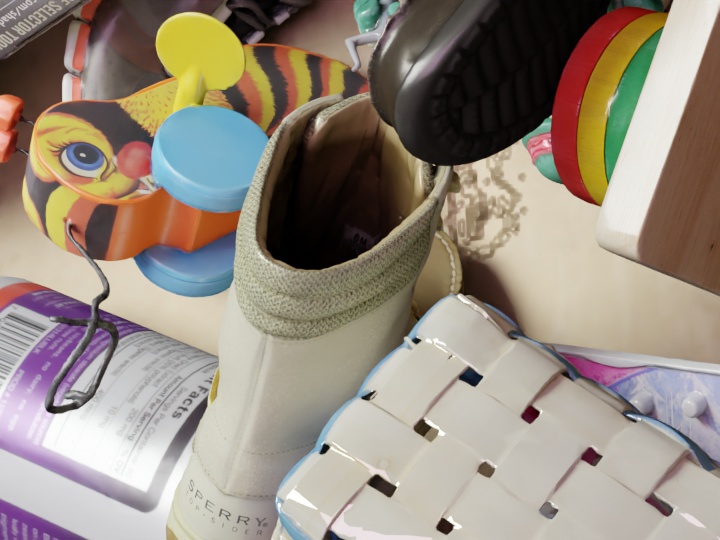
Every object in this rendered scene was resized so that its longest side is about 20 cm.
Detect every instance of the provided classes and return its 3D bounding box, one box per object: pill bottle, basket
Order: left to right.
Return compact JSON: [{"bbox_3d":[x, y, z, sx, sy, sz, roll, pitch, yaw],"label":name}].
[{"bbox_3d":[-0.081,0.084,0.912,0.199,0.111,0.112,21,91,25],"label":"pill bottle"},{"bbox_3d":[0.051,0.109,0.727,0.176,0.200,0.139,33,74,24],"label":"basket"}]

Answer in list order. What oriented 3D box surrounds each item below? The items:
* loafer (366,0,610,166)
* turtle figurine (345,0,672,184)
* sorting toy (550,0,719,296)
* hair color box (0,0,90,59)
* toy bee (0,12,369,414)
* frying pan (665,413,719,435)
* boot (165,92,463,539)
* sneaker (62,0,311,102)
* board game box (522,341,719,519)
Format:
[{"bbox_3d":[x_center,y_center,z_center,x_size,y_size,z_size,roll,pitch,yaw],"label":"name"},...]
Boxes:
[{"bbox_3d":[0.053,-0.117,0.775,0.071,0.073,0.200,20,58,26],"label":"loafer"},{"bbox_3d":[0.070,-0.109,0.877,0.149,0.100,0.201,-10,69,36],"label":"turtle figurine"},{"bbox_3d":[0.152,-0.087,0.793,0.069,0.198,0.201,21,91,40],"label":"sorting toy"},{"bbox_3d":[-0.118,-0.196,0.934,0.109,0.065,0.201,-28,43,34],"label":"hair color box"},{"bbox_3d":[-0.085,-0.046,0.888,0.108,0.200,0.131,37,117,14],"label":"toy bee"},{"bbox_3d":[0.181,0.047,0.799,0.189,0.115,0.031,-7,83,23],"label":"frying pan"},{"bbox_3d":[0.000,0.000,0.816,0.072,0.200,0.155,22,129,12],"label":"boot"},{"bbox_3d":[-0.062,-0.117,0.954,0.081,0.077,0.201,17,90,18],"label":"sneaker"},{"bbox_3d":[0.135,0.130,0.766,0.199,0.026,0.201,7,115,40],"label":"board game box"}]
